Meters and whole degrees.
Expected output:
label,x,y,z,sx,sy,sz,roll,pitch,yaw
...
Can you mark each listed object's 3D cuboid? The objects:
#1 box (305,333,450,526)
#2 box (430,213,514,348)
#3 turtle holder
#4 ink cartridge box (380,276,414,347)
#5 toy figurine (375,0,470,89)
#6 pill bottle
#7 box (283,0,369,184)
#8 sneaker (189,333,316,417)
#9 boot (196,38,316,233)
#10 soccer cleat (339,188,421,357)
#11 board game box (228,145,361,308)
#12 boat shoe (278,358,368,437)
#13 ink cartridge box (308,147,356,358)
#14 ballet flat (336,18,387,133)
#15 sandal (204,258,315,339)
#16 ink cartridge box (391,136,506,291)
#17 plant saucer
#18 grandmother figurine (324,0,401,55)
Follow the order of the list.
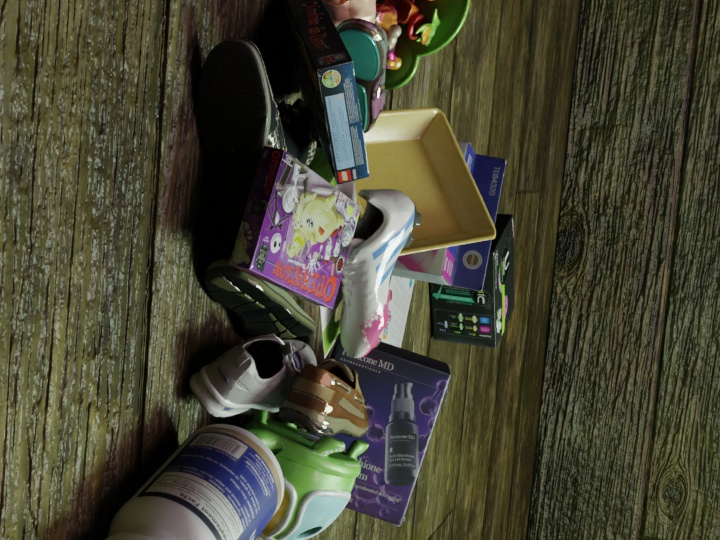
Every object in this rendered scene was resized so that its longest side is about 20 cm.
label,x,y,z,sx,sy,sz,roll,pitch,yaw
box,0.011,0.190,1.334,0.104,0.147,0.201,-76,-176,-87
box,0.202,0.014,1.946,0.149,0.124,0.201,-56,146,-52
turtle holder,-0.080,0.229,1.179,0.186,0.141,0.132,37,76,-84
ink cartridge box,0.041,0.053,1.619,0.119,0.042,0.201,51,46,-65
toy figurine,0.020,-0.335,1.352,0.184,0.150,0.200,1,121,-58
pill bottle,-0.159,0.236,0.989,0.200,0.115,0.116,-46,139,-59
box,-0.039,-0.204,1.151,0.200,0.038,0.137,-111,-172,-50
sneaker,-0.091,0.105,1.139,0.075,0.082,0.200,55,23,9
boot,-0.100,-0.156,1.102,0.154,0.073,0.204,-62,152,-55
soccer cleat,0.000,0.000,1.237,0.086,0.070,0.201,12,99,-36
board game box,-0.061,-0.038,1.098,0.200,0.032,0.120,29,79,-65
boat shoe,-0.027,0.137,1.179,0.200,0.075,0.074,30,79,-77
ink cartridge box,-0.058,-0.021,1.256,0.148,0.075,0.201,-61,153,-48
ballet flat,0.004,-0.236,1.236,0.200,0.069,0.071,91,25,-62
sandal,-0.101,0.026,1.152,0.201,0.079,0.058,60,27,-60
ink cartridge box,0.084,-0.086,1.449,0.043,0.199,0.197,76,24,-72
plant saucer,0.054,-0.107,1.376,0.199,0.048,0.201,-10,71,-36
grandmother figurine,-0.010,-0.270,1.288,0.200,0.121,0.061,93,-14,-55
